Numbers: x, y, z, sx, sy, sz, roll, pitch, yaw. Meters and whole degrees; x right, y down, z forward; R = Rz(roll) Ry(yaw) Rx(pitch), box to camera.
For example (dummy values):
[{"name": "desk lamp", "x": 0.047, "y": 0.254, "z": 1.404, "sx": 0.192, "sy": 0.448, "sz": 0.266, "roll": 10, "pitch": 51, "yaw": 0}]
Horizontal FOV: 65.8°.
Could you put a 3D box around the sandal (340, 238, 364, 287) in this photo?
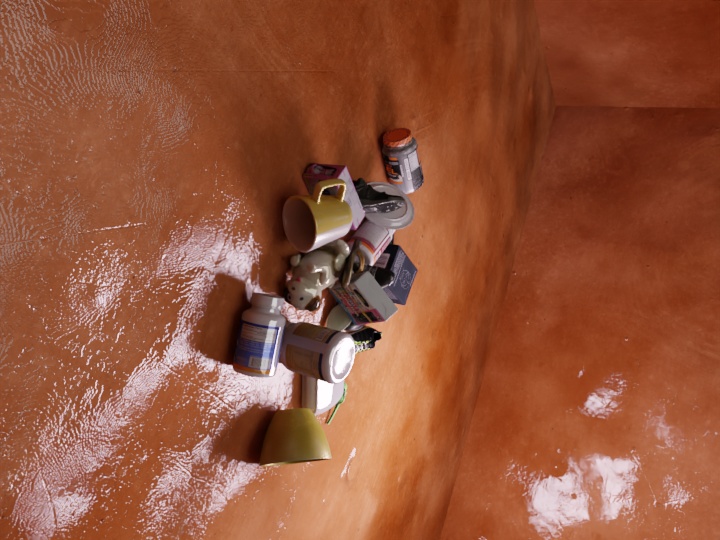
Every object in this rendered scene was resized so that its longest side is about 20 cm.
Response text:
[{"name": "sandal", "x": -0.013, "y": -0.024, "z": 1.614, "sx": 0.200, "sy": 0.054, "sz": 0.080, "roll": -71, "pitch": -178, "yaw": -54}]

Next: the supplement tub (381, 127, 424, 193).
[{"name": "supplement tub", "x": 0.142, "y": -0.373, "z": 1.891, "sx": 0.123, "sy": 0.122, "sz": 0.200, "roll": -54, "pitch": 141, "yaw": -37}]

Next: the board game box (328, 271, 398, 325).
[{"name": "board game box", "x": 0.005, "y": 0.086, "z": 1.660, "sx": 0.064, "sy": 0.200, "sz": 0.148, "roll": -41, "pitch": 99, "yaw": -23}]

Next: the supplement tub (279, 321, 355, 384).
[{"name": "supplement tub", "x": -0.131, "y": 0.222, "z": 1.540, "sx": 0.144, "sy": 0.200, "sz": 0.145, "roll": -27, "pitch": 122, "yaw": -54}]

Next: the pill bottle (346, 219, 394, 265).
[{"name": "pill bottle", "x": 0.036, "y": -0.102, "z": 1.810, "sx": 0.200, "sy": 0.109, "sz": 0.110, "roll": -53, "pitch": 141, "yaw": -38}]

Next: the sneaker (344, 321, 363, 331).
[{"name": "sneaker", "x": -0.015, "y": 0.122, "z": 1.849, "sx": 0.200, "sy": 0.076, "sz": 0.091, "roll": -58, "pitch": 139, "yaw": -48}]

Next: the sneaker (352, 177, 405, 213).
[{"name": "sneaker", "x": 0.039, "y": -0.236, "z": 1.728, "sx": 0.076, "sy": 0.199, "sz": 0.114, "roll": 114, "pitch": -32, "yaw": -62}]

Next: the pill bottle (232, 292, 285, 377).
[{"name": "pill bottle", "x": -0.251, "y": 0.160, "z": 1.404, "sx": 0.112, "sy": 0.112, "sz": 0.200, "roll": 11, "pitch": 89, "yaw": -60}]

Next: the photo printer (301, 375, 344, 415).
[{"name": "photo printer", "x": -0.115, "y": 0.346, "z": 1.739, "sx": 0.166, "sy": 0.069, "sz": 0.200, "roll": -17, "pitch": 114, "yaw": -57}]

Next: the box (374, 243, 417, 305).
[{"name": "box", "x": 0.104, "y": 0.012, "z": 1.968, "sx": 0.200, "sy": 0.107, "sz": 0.149, "roll": 48, "pitch": 58, "yaw": -53}]

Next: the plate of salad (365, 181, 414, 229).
[{"name": "plate of salad", "x": 0.080, "y": -0.207, "z": 1.805, "sx": 0.200, "sy": 0.200, "sz": 0.048, "roll": -50, "pitch": 174, "yaw": -40}]

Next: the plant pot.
[{"name": "plant pot", "x": -0.187, "y": 0.468, "z": 1.570, "sx": 0.200, "sy": 0.200, "sz": 0.142, "roll": 32, "pitch": 47, "yaw": -58}]

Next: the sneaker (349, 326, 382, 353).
[{"name": "sneaker", "x": 0.010, "y": 0.242, "z": 1.905, "sx": 0.200, "sy": 0.083, "sz": 0.072, "roll": -32, "pitch": 126, "yaw": -52}]

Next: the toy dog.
[{"name": "toy dog", "x": -0.138, "y": 0.018, "z": 1.556, "sx": 0.200, "sy": 0.139, "sz": 0.194, "roll": -58, "pitch": 162, "yaw": -31}]

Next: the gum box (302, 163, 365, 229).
[{"name": "gum box", "x": -0.075, "y": -0.213, "z": 1.578, "sx": 0.066, "sy": 0.113, "sz": 0.200, "roll": -59, "pitch": 145, "yaw": -31}]

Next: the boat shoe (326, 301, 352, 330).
[{"name": "boat shoe", "x": -0.048, "y": 0.121, "z": 1.781, "sx": 0.201, "sy": 0.072, "sz": 0.061, "roll": -58, "pitch": -177, "yaw": -18}]

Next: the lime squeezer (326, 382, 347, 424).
[{"name": "lime squeezer", "x": -0.075, "y": 0.417, "z": 1.864, "sx": 0.071, "sy": 0.038, "sz": 0.200, "roll": -12, "pitch": 110, "yaw": -58}]

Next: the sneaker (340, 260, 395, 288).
[{"name": "sneaker", "x": 0.000, "y": 0.000, "z": 1.702, "sx": 0.116, "sy": 0.200, "sz": 0.075, "roll": 51, "pitch": 50, "yaw": -44}]

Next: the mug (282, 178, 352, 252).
[{"name": "mug", "x": -0.093, "y": -0.141, "z": 1.468, "sx": 0.153, "sy": 0.186, "sz": 0.150, "roll": -16, "pitch": 85, "yaw": -39}]

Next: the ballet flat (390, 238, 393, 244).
[{"name": "ballet flat", "x": 0.086, "y": -0.167, "z": 1.928, "sx": 0.200, "sy": 0.068, "sz": 0.068, "roll": 85, "pitch": 21, "yaw": -45}]
